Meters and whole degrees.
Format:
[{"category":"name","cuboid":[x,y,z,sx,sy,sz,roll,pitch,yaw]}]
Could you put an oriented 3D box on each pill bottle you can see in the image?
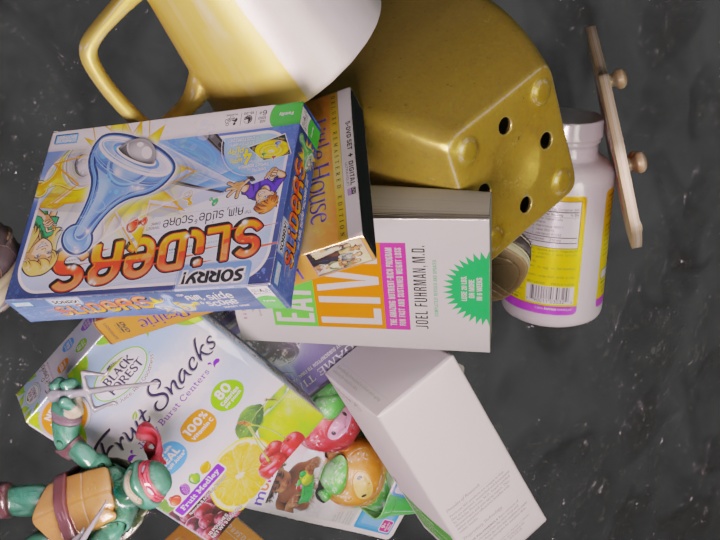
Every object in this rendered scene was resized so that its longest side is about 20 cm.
[{"category":"pill bottle","cuboid":[0.195,-0.054,1.158,0.103,0.104,0.202,-15,116,-37]}]

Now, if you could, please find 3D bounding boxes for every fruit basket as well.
[{"category":"fruit basket","cuboid":[-0.005,0.148,1.070,0.199,0.093,0.187,22,92,-41]}]

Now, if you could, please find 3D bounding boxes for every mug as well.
[{"category":"mug","cuboid":[-0.093,-0.193,0.818,0.153,0.148,0.188,50,54,-33]}]

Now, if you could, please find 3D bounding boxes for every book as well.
[{"category":"book","cuboid":[0.000,0.000,0.888,0.048,0.197,0.135,-78,166,-49]}]

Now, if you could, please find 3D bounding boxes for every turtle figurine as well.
[{"category":"turtle figurine","cuboid":[-0.205,0.165,0.819,0.198,0.151,0.101,-25,144,13]}]

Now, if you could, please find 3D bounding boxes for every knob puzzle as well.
[{"category":"knob puzzle","cuboid":[0.258,-0.111,1.135,0.030,0.221,0.221,-11,125,11]}]

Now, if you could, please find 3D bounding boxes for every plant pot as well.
[{"category":"plant pot","cuboid":[0.058,-0.106,0.949,0.195,0.199,0.196,-39,129,-24]}]

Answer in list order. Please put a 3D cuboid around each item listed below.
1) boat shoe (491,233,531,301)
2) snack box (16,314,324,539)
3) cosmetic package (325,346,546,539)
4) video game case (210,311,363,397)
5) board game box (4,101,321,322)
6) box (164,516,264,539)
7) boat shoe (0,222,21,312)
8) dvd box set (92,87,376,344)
[{"category":"boat shoe","cuboid":[0.096,-0.009,1.050,0.071,0.201,0.066,32,66,-8]},{"category":"snack box","cuboid":[-0.144,0.106,0.918,0.142,0.053,0.200,-48,123,-2]},{"category":"cosmetic package","cuboid":[0.066,0.150,1.006,0.085,0.107,0.201,-38,117,-12]},{"category":"video game case","cuboid":[-0.090,0.032,0.960,0.142,0.019,0.201,-37,121,-11]},{"category":"board game box","cuboid":[-0.130,-0.037,0.780,0.035,0.198,0.137,52,39,-54]},{"category":"box","cuboid":[-0.147,0.312,0.985,0.200,0.124,0.098,-42,129,-22]},{"category":"boat shoe","cuboid":[-0.309,0.030,0.773,0.200,0.074,0.074,-46,122,-30]},{"category":"dvd box set","cuboid":[-0.088,-0.040,0.815,0.198,0.147,0.029,-17,138,15]}]
